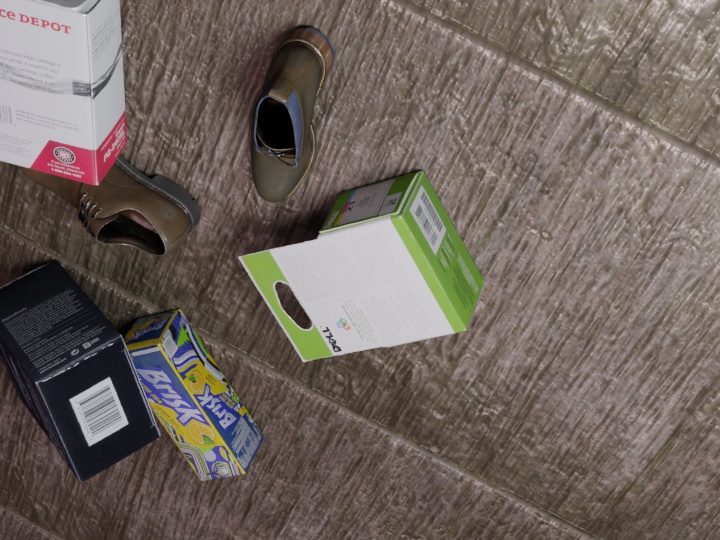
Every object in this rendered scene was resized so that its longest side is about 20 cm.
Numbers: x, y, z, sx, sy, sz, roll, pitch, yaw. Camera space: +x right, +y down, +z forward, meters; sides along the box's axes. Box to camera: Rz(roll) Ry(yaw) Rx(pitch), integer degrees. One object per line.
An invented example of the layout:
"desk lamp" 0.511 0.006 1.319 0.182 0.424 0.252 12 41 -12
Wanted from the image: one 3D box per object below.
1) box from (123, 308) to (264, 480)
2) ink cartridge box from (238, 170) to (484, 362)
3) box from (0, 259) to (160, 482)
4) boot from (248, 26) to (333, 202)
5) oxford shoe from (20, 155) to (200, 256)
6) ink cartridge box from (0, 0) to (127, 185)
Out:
"box" -0.193 0.143 1.669 0.069 0.065 0.201 -12 121 30
"ink cartridge box" 0.000 0.000 1.460 0.198 0.076 0.149 -12 123 32
"box" -0.320 0.106 1.600 0.200 0.103 0.149 40 152 48
"boot" -0.082 -0.123 1.376 0.074 0.097 0.202 20 133 6
"oxford shoe" -0.269 -0.076 1.506 0.198 0.085 0.073 23 135 6
"ink cartridge box" -0.307 -0.199 1.419 0.143 0.084 0.202 15 132 11
